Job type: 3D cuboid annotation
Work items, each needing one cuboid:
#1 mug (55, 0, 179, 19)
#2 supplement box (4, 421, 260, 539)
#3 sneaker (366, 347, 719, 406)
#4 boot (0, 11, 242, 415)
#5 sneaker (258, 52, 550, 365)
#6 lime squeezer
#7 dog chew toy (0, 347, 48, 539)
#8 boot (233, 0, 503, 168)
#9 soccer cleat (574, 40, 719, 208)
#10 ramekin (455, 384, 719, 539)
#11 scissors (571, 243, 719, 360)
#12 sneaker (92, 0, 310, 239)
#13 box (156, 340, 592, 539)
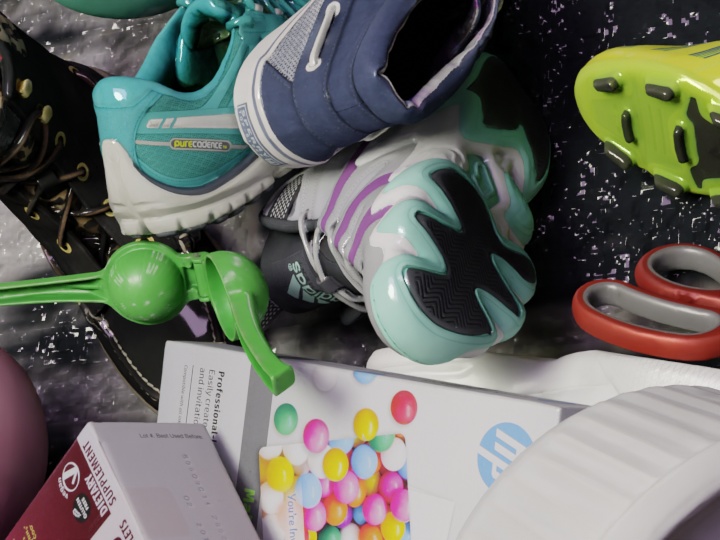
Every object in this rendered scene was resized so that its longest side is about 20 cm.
[{"bbox_3d":[-0.076,-0.179,1.259,0.185,0.114,0.152,-51,18,-7],"label":"mug"},{"bbox_3d":[-0.112,0.163,1.136,0.200,0.061,0.109,-53,50,33],"label":"supplement box"},{"bbox_3d":[0.089,0.077,1.109,0.199,0.075,0.089,-1,80,37],"label":"sneaker"},{"bbox_3d":[-0.127,-0.033,1.222,0.073,0.151,0.200,-33,57,14],"label":"boot"},{"bbox_3d":[0.000,0.000,1.150,0.140,0.078,0.200,-29,16,25],"label":"sneaker"},{"bbox_3d":[-0.082,0.017,1.147,0.200,0.038,0.071,12,48,40],"label":"lime squeezer"},{"bbox_3d":[-0.215,0.112,1.166,0.124,0.125,0.200,18,68,35],"label":"dog chew toy"},{"bbox_3d":[0.034,-0.118,1.172,0.090,0.073,0.200,-12,35,48],"label":"boot"},{"bbox_3d":[0.180,-0.071,1.127,0.200,0.065,0.084,3,41,36],"label":"soccer cleat"},{"bbox_3d":[0.111,0.132,0.991,0.094,0.202,0.203,32,87,48],"label":"ramekin"},{"bbox_3d":[0.175,0.030,1.082,0.200,0.014,0.073,20,35,33],"label":"scissors"},{"bbox_3d":[-0.041,-0.089,1.198,0.077,0.080,0.200,0,30,36],"label":"sneaker"},{"bbox_3d":[0.000,0.116,1.112,0.199,0.041,0.157,9,93,38],"label":"box"}]
